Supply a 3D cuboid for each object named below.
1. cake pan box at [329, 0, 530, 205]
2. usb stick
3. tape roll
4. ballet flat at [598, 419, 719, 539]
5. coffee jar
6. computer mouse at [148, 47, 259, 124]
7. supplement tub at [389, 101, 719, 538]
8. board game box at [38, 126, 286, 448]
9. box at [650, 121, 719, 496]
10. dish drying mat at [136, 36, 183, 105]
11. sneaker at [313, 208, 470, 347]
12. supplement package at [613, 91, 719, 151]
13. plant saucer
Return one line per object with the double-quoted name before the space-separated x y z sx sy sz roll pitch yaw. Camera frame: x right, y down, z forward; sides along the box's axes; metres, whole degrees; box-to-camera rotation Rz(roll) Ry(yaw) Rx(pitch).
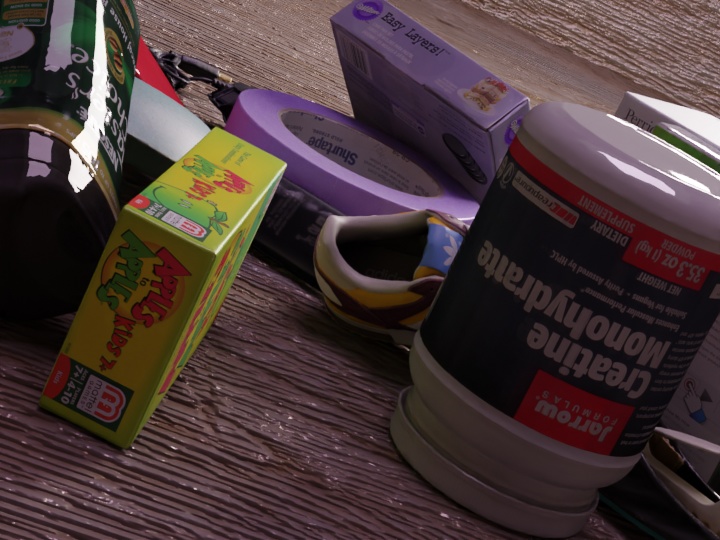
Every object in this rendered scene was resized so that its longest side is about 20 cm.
"cake pan box" 0.062 -0.108 1.224 0.200 0.052 0.185 39 -23 36
"usb stick" 0.000 0.000 0.991 0.199 0.056 0.033 32 -18 18
"tape roll" -0.012 -0.060 1.126 0.198 0.066 0.200 25 16 -8
"ballet flat" 0.201 0.142 0.834 0.068 0.069 0.200 8 25 -47
"coffee jar" -0.163 -0.077 0.765 0.084 0.105 0.202 -10 49 10
"computer mouse" -0.094 -0.131 1.268 0.198 0.047 0.140 17 12 -21
"supplement tub" 0.111 0.025 0.815 0.139 0.202 0.141 23 16 -7
"board game box" -0.092 0.000 0.756 0.047 0.102 0.200 26 16 -2
"box" 0.198 0.032 0.928 0.036 0.202 0.144 1 30 -49
"dish drying mat" -0.154 -0.142 1.030 0.201 0.018 0.077 59 9 -51
"sneaker" 0.068 0.010 0.910 0.197 0.076 0.090 5 -25 8
"supplement package" 0.223 0.009 1.034 0.151 0.202 0.150 36 19 31
"plant saucer" -0.153 -0.099 0.955 0.199 0.039 0.201 27 -5 3
